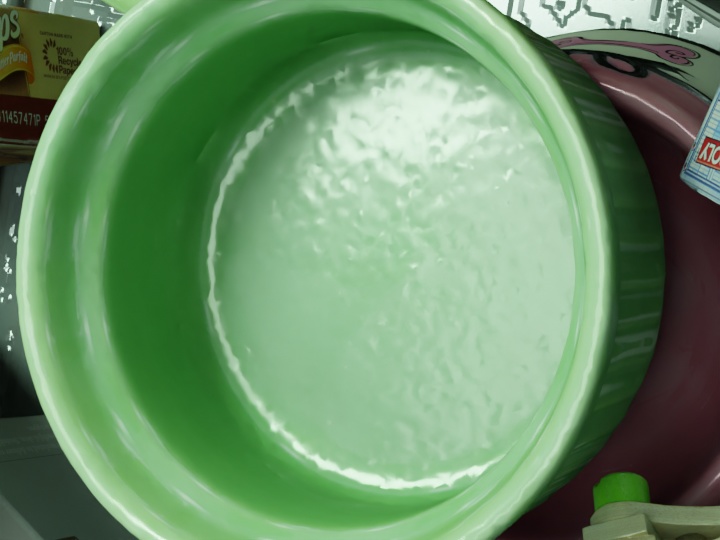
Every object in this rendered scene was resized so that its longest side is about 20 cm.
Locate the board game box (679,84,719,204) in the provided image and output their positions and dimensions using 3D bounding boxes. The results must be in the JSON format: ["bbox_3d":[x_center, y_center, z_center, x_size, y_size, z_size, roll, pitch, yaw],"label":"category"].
[{"bbox_3d":[0.201,-0.073,0.832,0.200,0.062,0.200,36,92,-24],"label":"board game box"}]

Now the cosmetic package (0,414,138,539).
[{"bbox_3d":[-0.161,0.151,1.024,0.090,0.107,0.200,42,104,18],"label":"cosmetic package"}]

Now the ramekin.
[{"bbox_3d":[0.000,0.000,0.879,0.200,0.098,0.201,0,91,24],"label":"ramekin"}]

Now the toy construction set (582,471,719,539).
[{"bbox_3d":[0.130,0.131,0.884,0.131,0.092,0.200,-17,125,16],"label":"toy construction set"}]

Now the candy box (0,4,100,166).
[{"bbox_3d":[-0.209,-0.061,1.038,0.200,0.115,0.055,-6,87,23],"label":"candy box"}]

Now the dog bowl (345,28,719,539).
[{"bbox_3d":[0.072,0.015,0.941,0.200,0.074,0.201,0,90,23],"label":"dog bowl"}]

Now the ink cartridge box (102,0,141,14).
[{"bbox_3d":[-0.047,-0.190,0.998,0.104,0.059,0.200,32,103,20],"label":"ink cartridge box"}]

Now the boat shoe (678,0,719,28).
[{"bbox_3d":[0.095,-0.150,0.933,0.070,0.066,0.200,-44,74,17],"label":"boat shoe"}]
